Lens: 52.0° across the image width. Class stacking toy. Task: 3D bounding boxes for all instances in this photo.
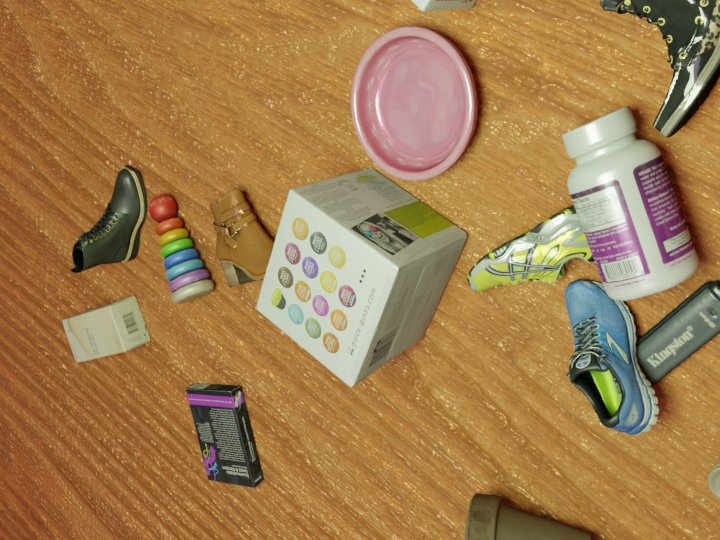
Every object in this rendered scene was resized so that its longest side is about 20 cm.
[{"bbox_3d":[-0.343,-0.046,1.385,0.084,0.084,0.205,-24,84,39],"label":"stacking toy"}]

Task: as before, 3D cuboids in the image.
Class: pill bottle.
[{"bbox_3d":[0.307,-0.079,0.858,0.111,0.111,0.205,-19,94,39],"label":"pill bottle"}]

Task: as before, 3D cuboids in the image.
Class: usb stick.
[{"bbox_3d":[0.378,0.093,0.912,0.056,0.032,0.201,48,127,15],"label":"usb stick"}]

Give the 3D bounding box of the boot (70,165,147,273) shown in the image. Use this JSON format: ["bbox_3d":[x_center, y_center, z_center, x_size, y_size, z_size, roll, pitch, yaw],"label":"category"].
[{"bbox_3d":[-0.493,-0.093,1.433,0.076,0.137,0.205,24,118,27],"label":"boot"}]

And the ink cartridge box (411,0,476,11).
[{"bbox_3d":[0.130,-0.411,0.857,0.083,0.145,0.201,45,127,11],"label":"ink cartridge box"}]

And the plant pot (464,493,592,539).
[{"bbox_3d":[0.243,0.424,1.044,0.169,0.200,0.206,-3,104,18],"label":"plant pot"}]

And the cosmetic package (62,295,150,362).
[{"bbox_3d":[-0.551,0.129,1.594,0.196,0.073,0.106,-16,96,38],"label":"cosmetic package"}]

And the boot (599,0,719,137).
[{"bbox_3d":[0.331,-0.266,0.801,0.149,0.073,0.204,32,118,22],"label":"boot"}]

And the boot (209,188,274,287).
[{"bbox_3d":[-0.180,-0.064,1.261,0.197,0.076,0.160,-12,94,46],"label":"boot"}]

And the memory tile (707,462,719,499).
[{"bbox_3d":[0.531,0.275,0.869,0.199,0.017,0.155,41,125,18],"label":"memory tile"}]

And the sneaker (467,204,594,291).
[{"bbox_3d":[0.222,-0.011,0.968,0.198,0.075,0.078,-32,85,40],"label":"sneaker"}]

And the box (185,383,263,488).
[{"bbox_3d":[-0.272,0.329,1.477,0.140,0.036,0.206,-3,102,38],"label":"box"}]

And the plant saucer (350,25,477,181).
[{"bbox_3d":[0.077,-0.229,1.018,0.196,0.050,0.207,13,112,34],"label":"plant saucer"}]

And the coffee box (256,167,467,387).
[{"bbox_3d":[0.000,0.000,1.057,0.196,0.198,0.203,35,123,22],"label":"coffee box"}]

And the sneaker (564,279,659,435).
[{"bbox_3d":[0.298,0.101,0.913,0.078,0.087,0.205,-41,53,41],"label":"sneaker"}]
